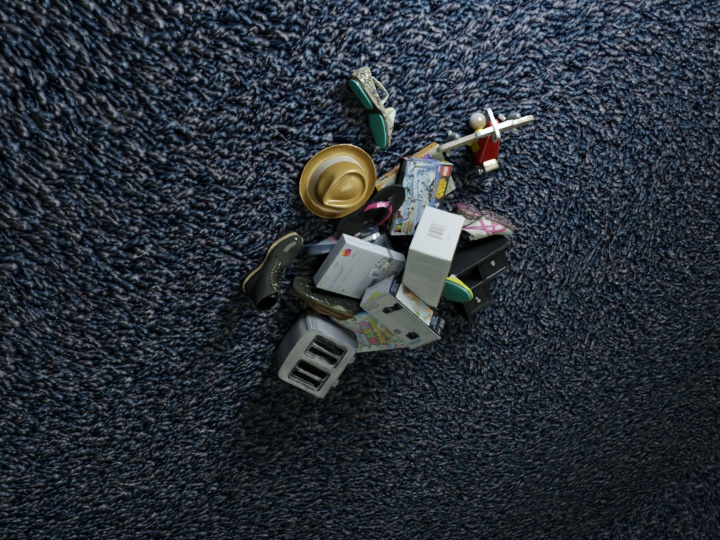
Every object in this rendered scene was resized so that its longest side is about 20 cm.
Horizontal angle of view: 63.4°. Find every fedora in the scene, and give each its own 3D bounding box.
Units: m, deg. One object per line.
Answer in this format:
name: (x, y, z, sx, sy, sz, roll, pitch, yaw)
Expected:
fedora: (-0.047, -0.205, 1.416, 0.199, 0.082, 0.202, -8, 119, -15)

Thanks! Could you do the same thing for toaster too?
toaster: (-0.124, 0.219, 1.576, 0.199, 0.119, 0.181, 31, 103, -21)

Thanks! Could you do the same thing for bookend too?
bookend: (0.358, 0.021, 1.722, 0.198, 0.092, 0.201, -30, 125, -7)

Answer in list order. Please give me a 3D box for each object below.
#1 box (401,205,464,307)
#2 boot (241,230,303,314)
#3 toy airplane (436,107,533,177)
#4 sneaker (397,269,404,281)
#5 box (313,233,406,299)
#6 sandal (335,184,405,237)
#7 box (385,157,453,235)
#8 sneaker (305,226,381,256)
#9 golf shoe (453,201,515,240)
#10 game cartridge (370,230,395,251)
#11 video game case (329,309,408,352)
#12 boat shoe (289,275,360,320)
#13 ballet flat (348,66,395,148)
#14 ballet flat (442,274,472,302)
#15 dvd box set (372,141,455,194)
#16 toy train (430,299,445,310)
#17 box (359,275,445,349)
box: (0.179, -0.032, 1.479, 0.106, 0.153, 0.201, 17, 144, 9)
boot: (-0.199, 0.009, 1.434, 0.077, 0.138, 0.200, 36, 97, -34)
toy airplane: (0.313, -0.347, 1.477, 0.199, 0.142, 0.199, 4, 147, -41)
sneaker: (0.072, 0.076, 1.613, 0.084, 0.075, 0.201, 16, 120, 1)
box: (0.000, 0.000, 1.513, 0.199, 0.041, 0.156, 15, 123, -34)
sandal: (0.032, -0.138, 1.441, 0.199, 0.045, 0.075, -34, 123, 1)
box: (0.151, -0.188, 1.509, 0.136, 0.040, 0.201, -1, 118, -25)
sneaker: (-0.052, -0.093, 1.504, 0.199, 0.070, 0.083, -17, 92, -9)
golf shoe: (0.342, -0.127, 1.653, 0.199, 0.073, 0.093, 14, 116, -19)
game cartridge: (0.010, -0.004, 1.586, 0.199, 0.040, 0.134, -35, 129, -4)
video game case: (0.026, 0.169, 1.636, 0.199, 0.018, 0.144, -8, 125, 16)
boat shoe: (-0.100, 0.084, 1.551, 0.199, 0.076, 0.074, 27, 133, -16)
ballet flat: (0.042, -0.389, 1.382, 0.075, 0.068, 0.201, -42, 124, -18)
ballet flat: (0.227, 0.037, 1.609, 0.067, 0.199, 0.067, -44, 129, -40)
dvd box set: (0.143, -0.222, 1.531, 0.199, 0.029, 0.147, -35, 125, -5)
toy train: (0.165, 0.077, 1.702, 0.199, 0.034, 0.046, 22, 116, -32)
box: (0.109, 0.112, 1.514, 0.200, 0.060, 0.116, 42, 138, -20)
